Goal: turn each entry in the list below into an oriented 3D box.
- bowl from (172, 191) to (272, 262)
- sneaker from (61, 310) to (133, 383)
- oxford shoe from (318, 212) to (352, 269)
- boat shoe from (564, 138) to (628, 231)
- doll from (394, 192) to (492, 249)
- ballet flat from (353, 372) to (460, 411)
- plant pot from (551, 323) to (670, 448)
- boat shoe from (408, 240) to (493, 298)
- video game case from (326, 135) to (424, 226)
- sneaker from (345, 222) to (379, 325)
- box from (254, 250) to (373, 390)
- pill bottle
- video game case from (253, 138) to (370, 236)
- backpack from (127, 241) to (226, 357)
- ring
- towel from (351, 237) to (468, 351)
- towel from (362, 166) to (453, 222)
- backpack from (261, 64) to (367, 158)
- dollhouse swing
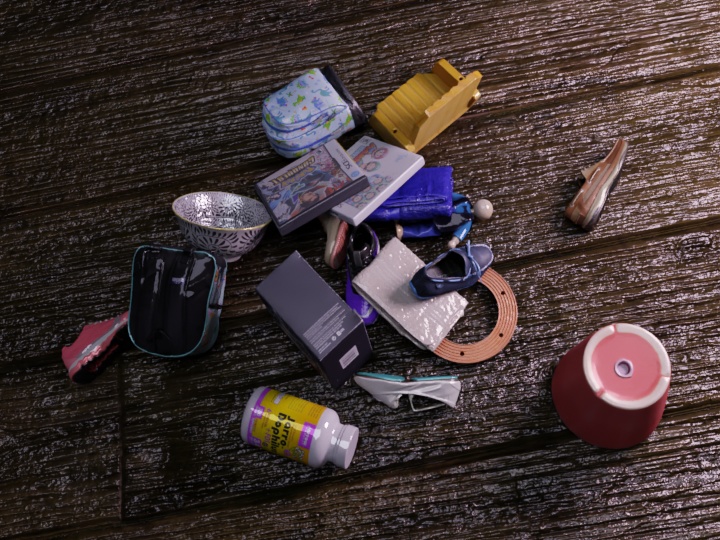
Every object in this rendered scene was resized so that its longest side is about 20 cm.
[{"bbox_3d":[-0.275,-0.077,1.546,0.197,0.201,0.096,16,114,13],"label":"bowl"},{"bbox_3d":[-0.499,0.122,1.519,0.199,0.074,0.087,-41,65,-12],"label":"sneaker"},{"bbox_3d":[-0.053,-0.093,1.563,0.072,0.071,0.203,3,57,12],"label":"oxford shoe"},{"bbox_3d":[0.462,-0.176,1.531,0.073,0.076,0.202,25,71,19],"label":"boat shoe"},{"bbox_3d":[0.165,-0.101,1.546,0.195,0.049,0.139,-11,54,2],"label":"doll"},{"bbox_3d":[0.083,0.222,1.419,0.195,0.070,0.071,2,67,6],"label":"ballet flat"},{"bbox_3d":[0.432,0.187,1.326,0.195,0.178,0.205,-3,67,6],"label":"plant pot"},{"bbox_3d":[0.181,-0.002,1.440,0.198,0.069,0.085,-30,75,-35],"label":"boat shoe"},{"bbox_3d":[0.000,-0.182,1.542,0.200,0.024,0.181,-42,43,-20],"label":"video game case"},{"bbox_3d":[-0.001,0.000,1.495,0.068,0.100,0.205,-4,66,7],"label":"sneaker"},{"bbox_3d":[-0.079,0.095,1.412,0.104,0.201,0.182,-40,68,-10],"label":"box"},{"bbox_3d":[-0.106,0.284,1.388,0.196,0.105,0.106,16,70,13],"label":"pill bottle"},{"bbox_3d":[-0.100,-0.169,1.542,0.197,0.026,0.181,-30,41,-5],"label":"video game case"},{"bbox_3d":[-0.343,0.063,1.475,0.171,0.153,0.205,6,81,6],"label":"backpack"},{"bbox_3d":[0.198,0.080,1.485,0.195,0.019,0.205,-3,66,6],"label":"ring"},{"bbox_3d":[0.094,0.045,1.453,0.200,0.035,0.133,42,65,5],"label":"towel"},{"bbox_3d":[0.085,-0.158,1.548,0.195,0.050,0.149,-2,43,10],"label":"towel"},{"bbox_3d":[-0.111,-0.327,1.634,0.198,0.154,0.165,-36,63,6],"label":"backpack"},{"bbox_3d":[0.128,-0.357,1.591,0.199,0.176,0.182,-39,68,-9],"label":"dollhouse swing"}]
